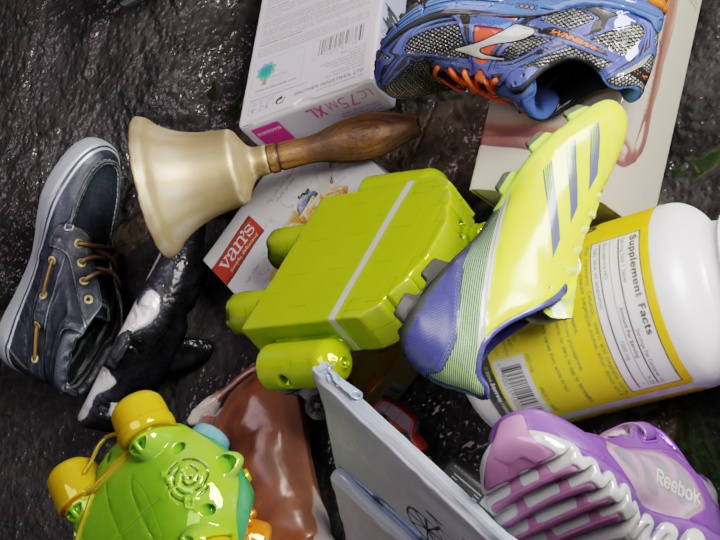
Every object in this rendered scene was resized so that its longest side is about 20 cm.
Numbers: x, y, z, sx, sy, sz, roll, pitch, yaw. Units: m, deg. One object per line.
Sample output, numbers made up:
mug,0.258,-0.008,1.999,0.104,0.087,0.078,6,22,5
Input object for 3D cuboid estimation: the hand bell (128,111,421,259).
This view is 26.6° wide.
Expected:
hand bell,-0.054,-0.081,1.081,0.198,0.104,0.105,-13,65,6

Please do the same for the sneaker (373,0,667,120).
sneaker,0.093,-0.130,0.940,0.199,0.075,0.079,-8,72,34

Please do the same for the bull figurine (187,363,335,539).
bull figurine,-0.069,0.167,1.061,0.121,0.065,0.202,-22,64,29

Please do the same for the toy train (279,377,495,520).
toy train,0.019,0.109,1.006,0.199,0.034,0.046,38,93,17

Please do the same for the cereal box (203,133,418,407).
cereal box,-0.013,-0.005,1.097,0.200,0.039,0.144,42,98,36

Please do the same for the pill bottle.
pill bottle,0.162,0.025,0.923,0.199,0.112,0.114,-17,65,28

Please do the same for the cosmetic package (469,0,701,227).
cosmetic package,0.152,-0.130,0.998,0.103,0.087,0.202,6,78,34

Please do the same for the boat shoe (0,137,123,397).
boat shoe,-0.219,-0.001,1.223,0.090,0.071,0.202,22,94,36

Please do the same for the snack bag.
snack bag,0.039,0.171,0.923,0.021,0.201,0.188,-32,50,-22

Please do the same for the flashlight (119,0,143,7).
flashlight,-0.129,-0.288,1.260,0.199,0.068,0.068,-23,25,23

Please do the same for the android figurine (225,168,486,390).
android figurine,0.000,0.000,0.991,0.199,0.041,0.183,-8,42,44

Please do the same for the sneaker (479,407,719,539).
sneaker,0.143,0.122,0.867,0.080,0.200,0.089,-24,44,39

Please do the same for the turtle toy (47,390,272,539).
turtle toy,-0.135,0.179,1.007,0.200,0.101,0.146,-44,61,28

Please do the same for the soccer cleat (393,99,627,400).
soccer cleat,0.103,-0.011,0.884,0.083,0.065,0.201,35,76,20

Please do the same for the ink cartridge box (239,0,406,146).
ink cartridge box,-0.022,-0.192,1.149,0.118,0.042,0.202,-15,53,29

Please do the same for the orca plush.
orca plush,-0.143,0.041,1.174,0.201,0.071,0.105,-65,7,-14
